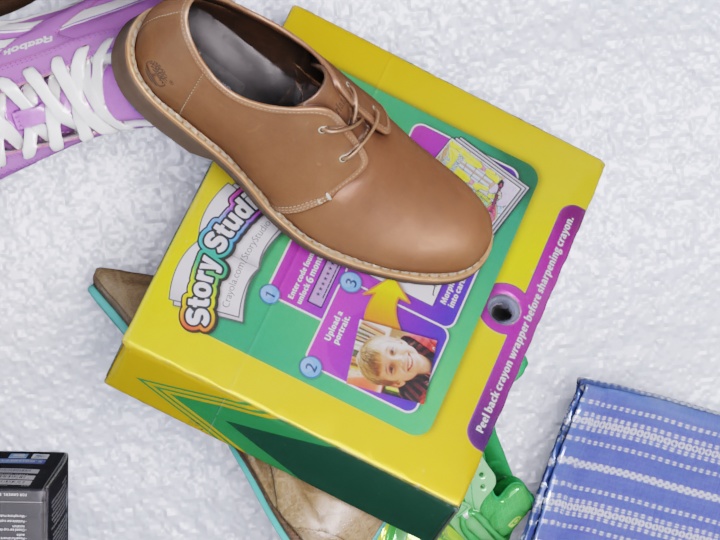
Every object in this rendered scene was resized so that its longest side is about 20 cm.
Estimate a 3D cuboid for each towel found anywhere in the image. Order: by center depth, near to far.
[{"bbox_3d":[0.139,0.163,1.257,0.144,0.024,0.201,16,97,-20],"label":"towel"}]

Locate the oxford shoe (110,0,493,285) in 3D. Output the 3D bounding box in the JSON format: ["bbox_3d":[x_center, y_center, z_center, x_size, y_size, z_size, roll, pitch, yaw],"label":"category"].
[{"bbox_3d":[-0.015,-0.057,1.134,0.199,0.071,0.072,31,63,-19],"label":"oxford shoe"}]

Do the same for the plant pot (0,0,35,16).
[{"bbox_3d":[-0.210,-0.205,1.156,0.186,0.200,0.188,0,96,2],"label":"plant pot"}]

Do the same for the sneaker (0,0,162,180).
[{"bbox_3d":[-0.143,-0.083,1.179,0.200,0.114,0.073,-30,112,-16],"label":"sneaker"}]

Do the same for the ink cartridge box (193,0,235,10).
[{"bbox_3d":[-0.062,-0.241,1.143,0.085,0.148,0.201,19,120,1],"label":"ink cartridge box"}]

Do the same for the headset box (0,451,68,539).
[{"bbox_3d":[-0.232,0.195,1.254,0.173,0.093,0.201,0,97,1],"label":"headset box"}]

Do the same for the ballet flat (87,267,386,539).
[{"bbox_3d":[-0.050,0.057,1.229,0.072,0.068,0.200,-42,68,3],"label":"ballet flat"}]

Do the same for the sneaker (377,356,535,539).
[{"bbox_3d":[0.043,0.126,1.250,0.083,0.074,0.201,8,96,4],"label":"sneaker"}]

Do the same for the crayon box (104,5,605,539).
[{"bbox_3d":[0.000,0.000,1.199,0.172,0.058,0.201,26,63,-1],"label":"crayon box"}]
